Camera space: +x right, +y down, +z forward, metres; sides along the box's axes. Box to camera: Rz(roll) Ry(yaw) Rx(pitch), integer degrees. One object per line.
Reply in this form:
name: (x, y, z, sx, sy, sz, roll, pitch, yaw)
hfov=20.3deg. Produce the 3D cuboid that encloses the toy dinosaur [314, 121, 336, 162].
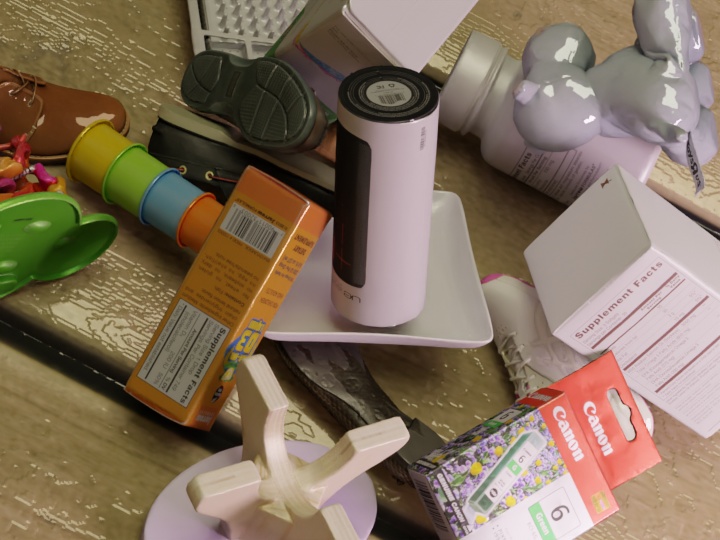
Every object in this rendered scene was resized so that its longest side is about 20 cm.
toy dinosaur: (-0.023, -0.119, 1.768, 0.198, 0.060, 0.107, 16, 76, -15)

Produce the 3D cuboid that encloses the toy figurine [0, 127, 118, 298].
toy figurine: (-0.309, -0.085, 1.593, 0.199, 0.150, 0.185, -7, 59, -51)

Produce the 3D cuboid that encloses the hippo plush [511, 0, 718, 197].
hippo plush: (0.216, -0.139, 1.730, 0.159, 0.160, 0.202, -8, 56, 19)

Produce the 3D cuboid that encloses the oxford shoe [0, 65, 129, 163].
oxford shoe: (-0.285, -0.138, 1.687, 0.198, 0.071, 0.072, 2, 54, -22)

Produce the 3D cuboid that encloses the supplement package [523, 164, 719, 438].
supplement package: (0.253, 0.027, 1.689, 0.199, 0.117, 0.117, 33, 26, -29)

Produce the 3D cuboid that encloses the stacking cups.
stacking cups: (-0.151, -0.049, 1.658, 0.199, 0.061, 0.060, 34, 50, 19)

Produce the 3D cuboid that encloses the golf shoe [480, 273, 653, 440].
golf shoe: (0.157, 0.088, 1.699, 0.091, 0.076, 0.200, -34, 72, -33)

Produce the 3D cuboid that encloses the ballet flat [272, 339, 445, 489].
ballet flat: (-0.005, 0.106, 1.644, 0.200, 0.047, 0.067, 44, 51, 18)

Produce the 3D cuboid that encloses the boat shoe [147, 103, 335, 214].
boat shoe: (-0.088, -0.079, 1.700, 0.200, 0.064, 0.074, 21, 9, 13)

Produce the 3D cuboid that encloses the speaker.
speaker: (0.018, -0.055, 1.579, 0.080, 0.201, 0.082, 2, 39, -2)

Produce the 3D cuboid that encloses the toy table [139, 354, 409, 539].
toy table: (-0.062, 0.170, 1.525, 0.199, 0.117, 0.184, -27, 69, -35)

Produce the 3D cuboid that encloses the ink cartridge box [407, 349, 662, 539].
ink cartridge box: (0.148, 0.157, 1.595, 0.199, 0.050, 0.110, -29, 99, -15)

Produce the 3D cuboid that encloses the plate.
plate: (0.000, 0.000, 1.693, 0.197, 0.033, 0.201, 2, 40, -10)

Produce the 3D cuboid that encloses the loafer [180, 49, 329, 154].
loafer: (-0.077, -0.140, 1.686, 0.063, 0.072, 0.200, 24, 3, -39)

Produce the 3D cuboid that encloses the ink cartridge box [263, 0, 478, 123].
ink cartridge box: (0.017, -0.213, 1.658, 0.087, 0.200, 0.146, 42, 69, -11)

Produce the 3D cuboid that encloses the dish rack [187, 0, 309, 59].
dish rack: (-0.083, -0.237, 1.854, 0.170, 0.044, 0.202, 3, 56, -19)

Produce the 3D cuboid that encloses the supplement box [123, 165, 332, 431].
supplement box: (-0.103, 0.024, 1.568, 0.068, 0.066, 0.201, 32, 92, 18)

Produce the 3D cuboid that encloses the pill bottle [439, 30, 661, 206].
pill bottle: (0.170, -0.133, 1.833, 0.199, 0.115, 0.115, 27, 51, -2)
